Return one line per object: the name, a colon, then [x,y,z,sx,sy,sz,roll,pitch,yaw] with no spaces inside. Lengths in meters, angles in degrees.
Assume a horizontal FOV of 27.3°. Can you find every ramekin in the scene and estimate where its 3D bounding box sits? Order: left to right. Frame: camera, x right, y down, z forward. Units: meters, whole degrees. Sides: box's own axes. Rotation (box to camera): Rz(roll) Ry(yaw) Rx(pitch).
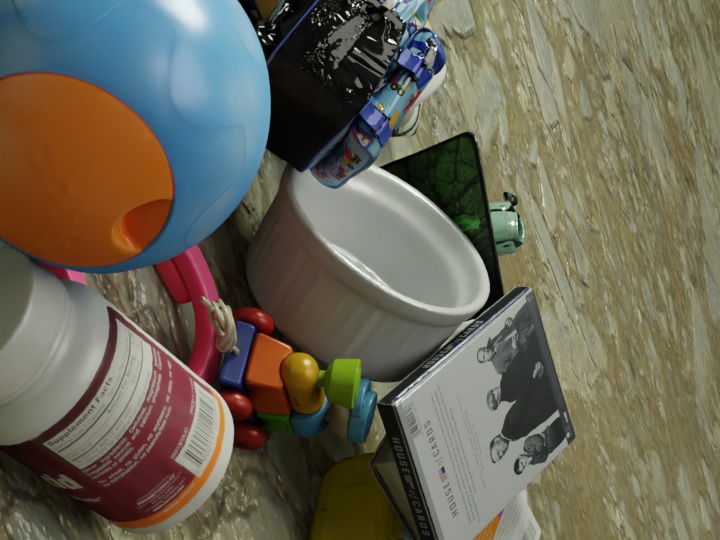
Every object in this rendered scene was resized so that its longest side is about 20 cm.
ramekin: [0.000,0.000,1.242,0.200,0.098,0.201,28,27,-16]

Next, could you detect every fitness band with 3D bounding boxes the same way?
fitness band: [-0.166,0.012,1.082,0.201,0.037,0.144,62,32,-24]

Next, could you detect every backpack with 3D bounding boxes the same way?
backpack: [-0.003,-0.186,1.163,0.134,0.182,0.201,37,71,-8]

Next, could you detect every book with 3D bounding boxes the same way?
book: [0.092,0.198,1.286,0.201,0.048,0.134,62,36,-23]

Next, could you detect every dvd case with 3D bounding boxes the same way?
dvd case: [0.100,0.125,1.226,0.200,0.025,0.151,-35,115,-40]

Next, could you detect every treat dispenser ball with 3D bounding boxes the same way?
treat dispenser ball: [-0.153,-0.099,0.877,0.201,0.200,0.202,32,52,-53]

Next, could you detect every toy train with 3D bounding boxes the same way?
toy train: [-0.051,0.076,1.112,0.200,0.115,0.085,81,20,-65]

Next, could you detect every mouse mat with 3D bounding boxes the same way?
mouse mat: [0.056,-0.027,1.352,0.007,0.200,0.162,-6,83,-34]

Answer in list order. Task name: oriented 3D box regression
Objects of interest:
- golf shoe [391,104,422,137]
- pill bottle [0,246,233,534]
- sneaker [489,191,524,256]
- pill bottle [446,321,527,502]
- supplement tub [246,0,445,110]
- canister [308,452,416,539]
golf shoe: [0.035,-0.234,1.518,0.092,0.072,0.202,32,62,-61]
pill bottle: [-0.180,0.078,0.948,0.200,0.113,0.115,46,41,-43]
sneaker: [0.092,-0.050,1.491,0.200,0.117,0.074,7,74,-59]
pill bottle: [0.102,0.138,1.441,0.112,0.112,0.202,28,55,-55]
supplement tub: [-0.022,-0.236,1.330,0.201,0.145,0.146,65,31,-21]
canister: [0.038,0.269,1.302,0.200,0.086,0.149,48,39,-40]
